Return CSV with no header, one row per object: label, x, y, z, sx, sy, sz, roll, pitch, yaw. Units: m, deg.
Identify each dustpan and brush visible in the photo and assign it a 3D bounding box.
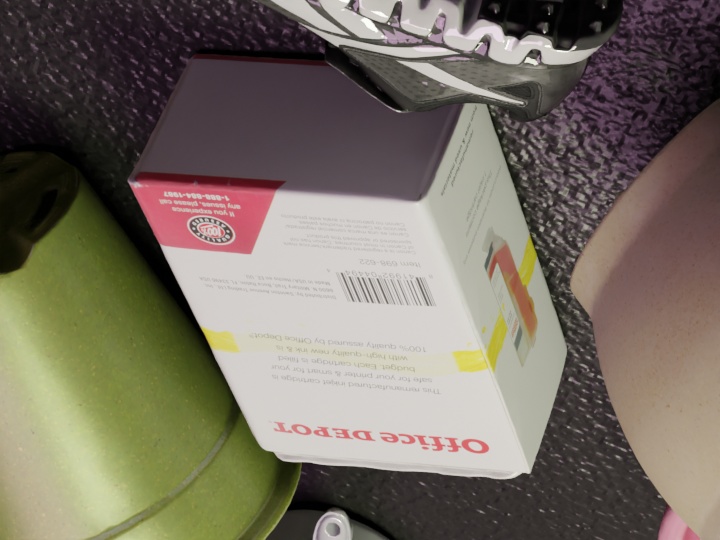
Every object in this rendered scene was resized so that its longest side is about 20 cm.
dustpan and brush,-0.017,0.163,1.606,0.139,0.057,0.200,18,144,4

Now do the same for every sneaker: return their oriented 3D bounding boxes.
sneaker,0.004,-0.109,1.233,0.199,0.067,0.091,17,142,2

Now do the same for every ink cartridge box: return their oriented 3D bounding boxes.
ink cartridge box,0.000,0.000,1.364,0.145,0.084,0.200,4,141,23

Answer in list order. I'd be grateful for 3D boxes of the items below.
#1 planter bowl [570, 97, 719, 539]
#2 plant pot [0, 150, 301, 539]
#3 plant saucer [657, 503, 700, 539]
planter bowl,0.173,0.008,1.218,0.135,0.200,0.200,44,148,15
plant pot,-0.154,0.050,1.446,0.200,0.200,0.190,-4,125,31
plant saucer,0.240,0.133,1.384,0.200,0.051,0.201,13,143,10
